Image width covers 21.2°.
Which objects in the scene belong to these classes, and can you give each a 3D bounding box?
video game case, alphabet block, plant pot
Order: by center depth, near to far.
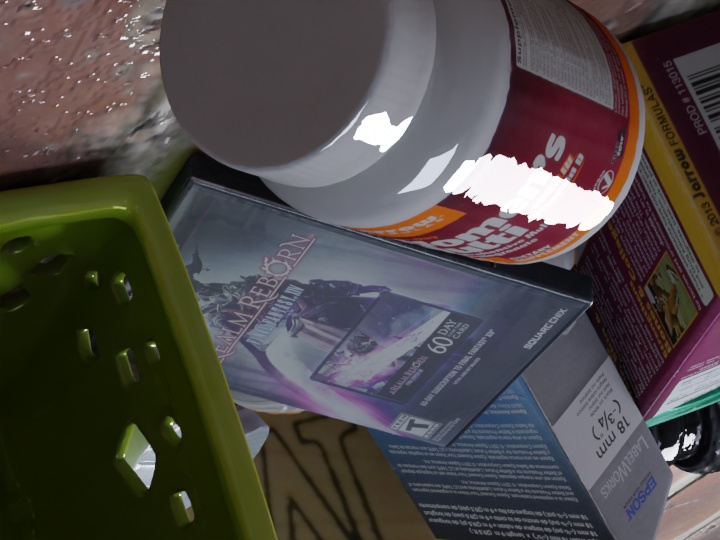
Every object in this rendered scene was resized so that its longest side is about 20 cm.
[{"bbox_3d":[-0.170,0.095,0.792,0.197,0.202,0.181,-12,166,-30],"label":"plant pot"},{"bbox_3d":[-0.013,0.020,0.889,0.198,0.019,0.143,16,141,-21],"label":"video game case"},{"bbox_3d":[-0.061,0.188,1.162,0.199,0.198,0.195,-9,156,-36],"label":"alphabet block"}]

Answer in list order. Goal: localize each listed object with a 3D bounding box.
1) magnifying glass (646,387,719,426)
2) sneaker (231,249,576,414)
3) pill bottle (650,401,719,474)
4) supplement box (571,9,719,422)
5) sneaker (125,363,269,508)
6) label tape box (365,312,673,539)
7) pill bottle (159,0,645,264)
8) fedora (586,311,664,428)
[{"bbox_3d":[0.144,0.087,1.102,0.199,0.023,0.079,-28,159,30],"label":"magnifying glass"},{"bbox_3d":[0.000,0.000,0.945,0.199,0.076,0.092,-26,140,15],"label":"sneaker"},{"bbox_3d":[0.271,0.084,1.400,0.198,0.113,0.112,-14,160,-26],"label":"pill bottle"},{"bbox_3d":[0.174,-0.027,0.953,0.102,0.132,0.200,-20,162,-13],"label":"supplement box"},{"bbox_3d":[-0.106,0.083,0.976,0.073,0.071,0.200,-55,170,0],"label":"sneaker"},{"bbox_3d":[0.087,0.102,1.036,0.143,0.201,0.063,-3,-145,48],"label":"label tape box"},{"bbox_3d":[0.020,-0.066,0.698,0.109,0.110,0.199,-31,160,24],"label":"pill bottle"},{"bbox_3d":[0.140,0.049,1.178,0.199,0.092,0.201,-17,163,-5],"label":"fedora"}]
